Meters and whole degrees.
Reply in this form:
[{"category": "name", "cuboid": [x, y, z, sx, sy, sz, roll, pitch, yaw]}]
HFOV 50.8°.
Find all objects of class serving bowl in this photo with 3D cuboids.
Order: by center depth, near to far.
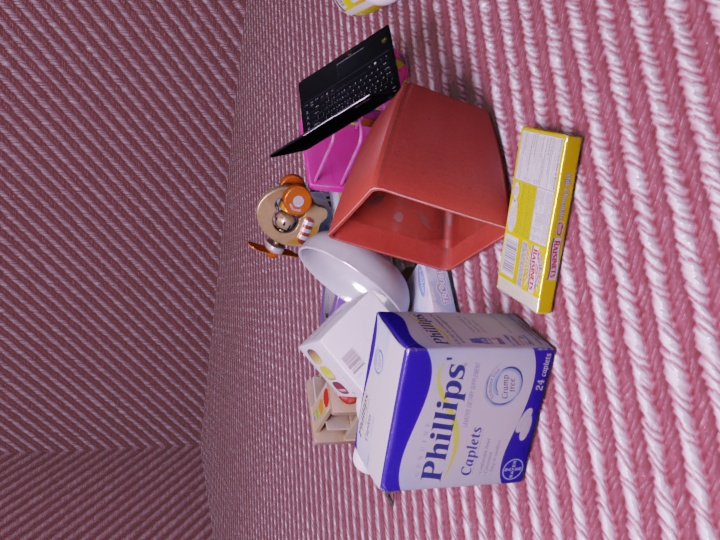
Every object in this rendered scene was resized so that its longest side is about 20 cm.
[{"category": "serving bowl", "cuboid": [0.000, 0.000, 1.180, 0.067, 0.199, 0.199, -55, 14, -15]}]

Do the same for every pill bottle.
[{"category": "pill bottle", "cuboid": [0.021, -0.530, 1.371, 0.199, 0.106, 0.113, -153, 66, -69]}]

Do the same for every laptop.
[{"category": "laptop", "cuboid": [-0.041, -0.255, 1.066, 0.174, 0.103, 0.205, -24, 57, 27]}]

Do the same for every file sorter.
[{"category": "file sorter", "cuboid": [0.018, -0.215, 1.219, 0.126, 0.195, 0.142, 123, 144, -51]}]

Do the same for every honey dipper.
[{"category": "honey dipper", "cuboid": [0.058, 0.040, 1.326, 0.200, 0.037, 0.039, 132, 137, -68]}]

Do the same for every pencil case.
[{"category": "pencil case", "cuboid": [0.021, -0.326, 1.390, 0.200, 0.086, 0.091, 127, 140, -60]}]

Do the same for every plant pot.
[{"category": "plant pot", "cuboid": [0.086, -0.132, 1.045, 0.200, 0.195, 0.181, 142, 140, -65]}]

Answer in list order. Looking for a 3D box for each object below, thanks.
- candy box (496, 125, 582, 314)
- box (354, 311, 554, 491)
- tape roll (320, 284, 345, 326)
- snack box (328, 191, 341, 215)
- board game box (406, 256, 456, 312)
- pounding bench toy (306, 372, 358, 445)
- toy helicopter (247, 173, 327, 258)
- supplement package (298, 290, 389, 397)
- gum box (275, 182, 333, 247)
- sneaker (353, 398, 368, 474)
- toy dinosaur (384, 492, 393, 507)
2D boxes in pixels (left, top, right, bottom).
[{"category": "candy box", "cuboid": [0.209, -0.062, 0.900, 0.102, 0.026, 0.206, -141, 55, -64]}, {"category": "box", "cuboid": [0.108, 0.155, 0.910, 0.105, 0.194, 0.189, -132, 47, -62]}, {"category": "tape roll", "cuboid": [-0.015, 0.028, 1.404, 0.200, 0.083, 0.206, -169, 90, -80]}, {"category": "snack box", "cuboid": [0.019, -0.133, 1.287, 0.053, 0.138, 0.205, 118, 148, -53]}, {"category": "board game box", "cuboid": [0.098, 0.116, 1.175, 0.200, 0.042, 0.205, 116, 150, -56]}, {"category": "pounding bench toy", "cuboid": [-0.023, 0.193, 1.403, 0.157, 0.121, 0.204, 117, 149, -50]}, {"category": "toy helicopter", "cuboid": [-0.097, -0.049, 1.249, 0.132, 0.201, 0.079, -40, 26, 4]}, {"category": "supplement package", "cuboid": [-0.010, 0.120, 1.185, 0.114, 0.109, 0.200, 49, 164, -2]}, {"category": "gum box", "cuboid": [-0.046, -0.110, 1.376, 0.171, 0.194, 0.046, -115, 24, -56]}, {"category": "sneaker", "cuboid": [0.035, 0.210, 1.212, 0.202, 0.072, 0.118, -85, 9, -56]}, {"category": "toy dinosaur", "cuboid": [0.062, 0.328, 1.266, 0.201, 0.046, 0.090, 116, 143, -56]}]
